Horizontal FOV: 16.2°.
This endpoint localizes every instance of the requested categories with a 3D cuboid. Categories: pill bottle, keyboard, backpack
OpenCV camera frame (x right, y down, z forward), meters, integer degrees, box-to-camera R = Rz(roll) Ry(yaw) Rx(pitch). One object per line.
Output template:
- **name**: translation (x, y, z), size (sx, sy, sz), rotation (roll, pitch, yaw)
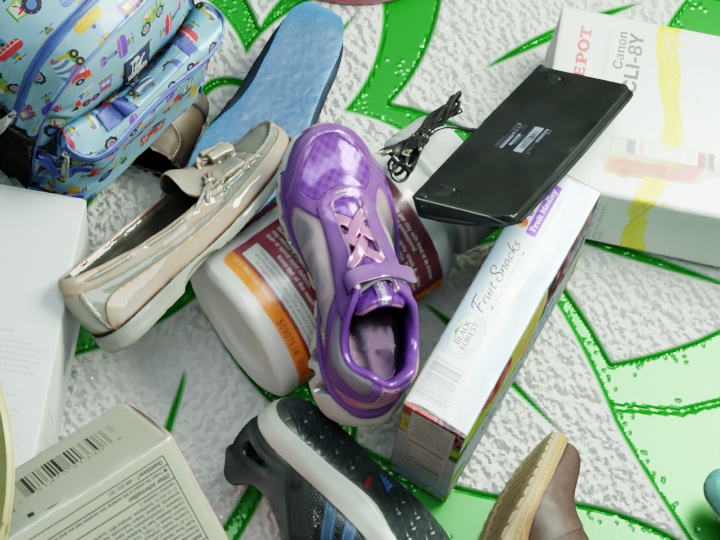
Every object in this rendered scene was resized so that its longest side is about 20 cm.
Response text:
- **pill bottle**: translation (-0.008, -0.013, 1.743), size (0.199, 0.114, 0.114), rotation (-35, 74, -15)
- **keyboard**: translation (0.091, -0.086, 1.695), size (0.126, 0.021, 0.200), rotation (15, 36, 25)
- **backpack**: translation (-0.179, -0.156, 1.671), size (0.134, 0.200, 0.183), rotation (44, 66, 4)

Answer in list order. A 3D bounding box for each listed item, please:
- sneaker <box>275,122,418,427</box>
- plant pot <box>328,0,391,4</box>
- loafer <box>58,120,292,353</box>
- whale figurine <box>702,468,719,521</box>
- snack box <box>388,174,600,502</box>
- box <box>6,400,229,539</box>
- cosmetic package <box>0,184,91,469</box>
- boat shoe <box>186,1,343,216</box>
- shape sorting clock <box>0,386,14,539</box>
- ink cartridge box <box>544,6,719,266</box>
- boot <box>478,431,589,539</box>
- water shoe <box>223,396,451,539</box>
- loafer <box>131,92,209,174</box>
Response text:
- **sneaker**: translation (0.000, 0.000, 1.639), size (0.080, 0.088, 0.202), rotation (-9, 87, -15)
- **plant pot**: translation (0.004, -0.320, 1.831), size (0.198, 0.179, 0.202), rotation (2, 68, -4)
- **loafer**: translation (-0.121, -0.036, 1.686), size (0.063, 0.072, 0.200), rotation (48, 67, -20)
- **whale figurine**: translation (0.312, 0.149, 1.703), size (0.158, 0.104, 0.202), rotation (9, 68, 0)
- **snack box**: translation (0.090, 0.043, 1.710), size (0.053, 0.142, 0.201), rotation (29, 69, 7)
- **box**: translation (-0.142, 0.206, 1.599), size (0.127, 0.109, 0.201), rotation (-31, 109, -14)
- **cosmetic package**: translation (-0.236, 0.055, 1.703), size (0.080, 0.113, 0.202), rotation (8, 66, -1)
- **boat shoe**: translation (-0.063, -0.094, 1.798), size (0.084, 0.069, 0.201), rotation (34, 68, 5)
- **shape sorting clock**: translation (-0.272, 0.134, 1.562), size (0.039, 0.199, 0.202), rotation (14, 61, -42)
- **ink cartridge box**: translation (0.223, -0.092, 1.804), size (0.198, 0.084, 0.146), rotation (11, 67, 1)
- **boot**: translation (0.157, 0.224, 1.696), size (0.166, 0.072, 0.201), rotation (28, 57, -10)
- **water shoe**: translation (-0.007, 0.174, 1.700), size (0.079, 0.072, 0.200), rotation (-40, 92, 27)
- **loafer**: translation (-0.208, -0.104, 1.787), size (0.198, 0.073, 0.072), rotation (3, 67, -2)
